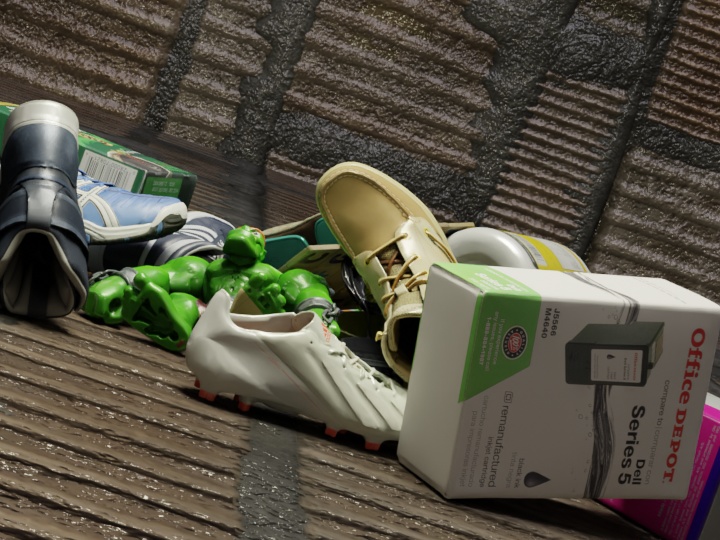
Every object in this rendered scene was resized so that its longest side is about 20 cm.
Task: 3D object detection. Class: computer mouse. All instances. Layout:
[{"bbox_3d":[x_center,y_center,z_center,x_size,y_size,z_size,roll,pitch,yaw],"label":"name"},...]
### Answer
[{"bbox_3d":[0.002,0.055,1.383,0.058,0.034,0.200,10,35,-7],"label":"computer mouse"}]

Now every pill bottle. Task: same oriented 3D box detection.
[{"bbox_3d":[0.141,0.025,1.557,0.112,0.112,0.200,23,7,29],"label":"pill bottle"}]

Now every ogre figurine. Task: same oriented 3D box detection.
[{"bbox_3d":[-0.105,0.023,1.377,0.199,0.098,0.120,-12,11,17],"label":"ogre figurine"}]

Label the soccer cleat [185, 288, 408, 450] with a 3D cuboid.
[{"bbox_3d":[-0.025,0.072,1.244,0.199,0.078,0.069,18,7,-20],"label":"soccer cleat"}]

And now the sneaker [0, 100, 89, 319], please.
[{"bbox_3d":[-0.244,-0.011,1.334,0.077,0.147,0.202,-1,-31,-9],"label":"sneaker"}]

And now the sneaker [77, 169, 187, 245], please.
[{"bbox_3d":[-0.243,-0.059,1.476,0.199,0.077,0.076,3,-1,5],"label":"sneaker"}]

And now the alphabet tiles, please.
[{"bbox_3d":[0.000,0.000,1.513,0.200,0.006,0.166,-3,-24,-45],"label":"alphabet tiles"}]

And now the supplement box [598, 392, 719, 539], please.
[{"bbox_3d":[0.234,0.138,1.365,0.101,0.104,0.200,13,10,-38],"label":"supplement box"}]

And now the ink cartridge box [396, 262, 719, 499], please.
[{"bbox_3d":[0.140,0.079,1.232,0.199,0.146,0.084,4,12,-26],"label":"ink cartridge box"}]

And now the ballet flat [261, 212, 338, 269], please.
[{"bbox_3d":[-0.027,-0.029,1.619,0.200,0.068,0.062,-4,20,38],"label":"ballet flat"}]

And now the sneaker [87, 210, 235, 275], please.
[{"bbox_3d":[-0.144,-0.006,1.581,0.108,0.070,0.200,17,11,30],"label":"sneaker"}]

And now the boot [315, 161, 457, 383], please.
[{"bbox_3d":[0.032,0.010,1.326,0.200,0.073,0.155,53,13,-4],"label":"boot"}]

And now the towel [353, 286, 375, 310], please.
[{"bbox_3d":[0.076,0.019,1.622,0.086,0.018,0.200,-27,-18,25],"label":"towel"}]

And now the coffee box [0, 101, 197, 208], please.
[{"bbox_3d":[-0.263,-0.105,1.622,0.200,0.044,0.123,22,6,17],"label":"coffee box"}]

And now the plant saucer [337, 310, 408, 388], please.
[{"bbox_3d":[0.061,0.091,1.485,0.200,0.048,0.200,21,6,20],"label":"plant saucer"}]
